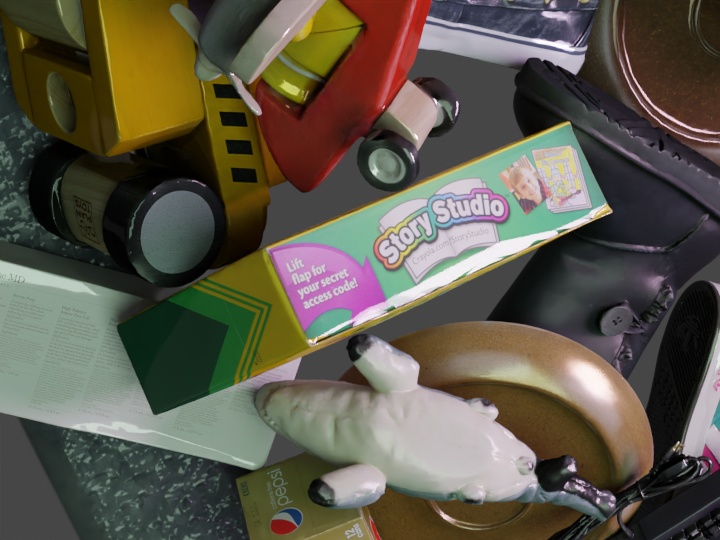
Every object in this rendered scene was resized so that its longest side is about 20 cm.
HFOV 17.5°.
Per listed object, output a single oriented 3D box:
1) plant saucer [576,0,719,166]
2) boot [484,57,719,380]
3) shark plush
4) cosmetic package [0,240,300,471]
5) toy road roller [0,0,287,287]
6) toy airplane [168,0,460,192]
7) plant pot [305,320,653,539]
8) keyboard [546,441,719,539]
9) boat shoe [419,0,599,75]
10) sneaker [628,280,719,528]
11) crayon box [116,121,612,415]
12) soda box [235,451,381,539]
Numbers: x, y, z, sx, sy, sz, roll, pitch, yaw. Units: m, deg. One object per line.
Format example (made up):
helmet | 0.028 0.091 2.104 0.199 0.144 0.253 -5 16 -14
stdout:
plant saucer | 0.208 -0.149 1.331 0.199 0.034 0.201 -6 109 -19
boot | 0.116 -0.009 1.293 0.200 0.076 0.168 26 105 -43
shark plush | 0.045 0.088 1.256 0.199 0.083 0.091 6 82 -16
cosmetic package | -0.136 0.043 1.261 0.199 0.051 0.083 16 103 -23
toy road roller | -0.095 -0.098 1.198 0.146 0.123 0.201 -21 114 -28
toy airplane | -0.009 -0.150 1.099 0.141 0.200 0.200 22 81 11
plant pot | 0.068 0.116 1.323 0.199 0.028 0.201 0 125 1
keyboard | 0.161 0.160 1.337 0.200 0.021 0.127 -35 138 7
boat shoe | 0.043 -0.167 1.247 0.199 0.071 0.091 9 109 -29
sneaker | 0.224 0.106 1.395 0.120 0.084 0.201 9 112 -22
crayon box | 0.000 0.000 1.195 0.199 0.172 0.059 -24 90 -33
soda box | -0.005 0.195 1.317 0.064 0.068 0.201 -20 127 1
